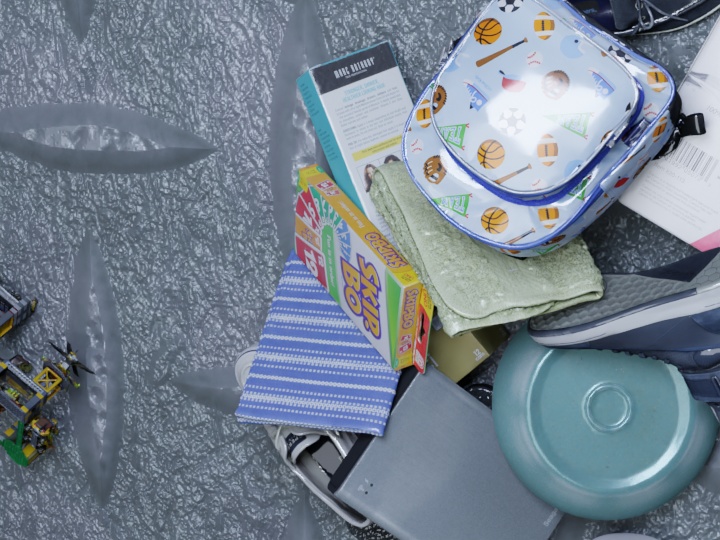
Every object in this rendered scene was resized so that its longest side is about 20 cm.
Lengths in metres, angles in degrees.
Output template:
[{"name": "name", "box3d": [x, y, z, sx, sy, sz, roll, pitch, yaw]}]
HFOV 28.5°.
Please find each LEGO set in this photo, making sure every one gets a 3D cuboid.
[{"name": "LEGO set", "box3d": [-0.366, 0.094, 1.487, 0.199, 0.116, 0.154, 33, 143, 17]}]

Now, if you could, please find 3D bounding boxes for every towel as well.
[{"name": "towel", "box3d": [0.103, -0.033, 1.175, 0.037, 0.147, 0.201, 91, 159, -46]}, {"name": "towel", "box3d": [-0.021, 0.059, 1.278, 0.143, 0.201, 0.024, 3, 143, 21]}]

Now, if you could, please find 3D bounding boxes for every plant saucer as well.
[{"name": "plant saucer", "box3d": [0.213, 0.117, 1.220, 0.198, 0.036, 0.202, 0, 91, 4]}]

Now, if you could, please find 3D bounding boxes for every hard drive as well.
[{"name": "hard drive", "box3d": [0.087, 0.189, 1.259, 0.199, 0.033, 0.140, 37, 85, -20]}]

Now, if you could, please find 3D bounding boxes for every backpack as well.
[{"name": "backpack", "box3d": [0.130, -0.108, 1.086, 0.200, 0.154, 0.191, 40, 103, 20]}]

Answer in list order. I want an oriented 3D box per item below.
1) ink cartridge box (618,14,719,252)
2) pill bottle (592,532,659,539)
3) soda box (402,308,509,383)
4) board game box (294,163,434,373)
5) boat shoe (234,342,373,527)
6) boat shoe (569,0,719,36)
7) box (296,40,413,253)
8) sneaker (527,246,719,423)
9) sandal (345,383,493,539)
[{"name": "ink cartridge box", "box3d": [0.321, -0.110, 1.131, 0.146, 0.083, 0.201, 33, 114, 13]}, {"name": "pill bottle", "box3d": [0.238, 0.343, 1.266, 0.108, 0.109, 0.202, 4, 104, 22]}, {"name": "soda box", "box3d": [0.041, 0.103, 1.314, 0.200, 0.068, 0.064, -41, 85, 26]}, {"name": "board game box", "box3d": [0.000, 0.000, 1.239, 0.200, 0.030, 0.096, 46, 144, 38]}, {"name": "boat shoe", "box3d": [-0.048, 0.151, 1.289, 0.072, 0.066, 0.200, -42, 84, 26]}, {"name": "boat shoe", "box3d": [0.221, -0.226, 1.159, 0.198, 0.062, 0.075, -12, 96, 24]}, {"name": "box", "box3d": [0.019, -0.094, 1.260, 0.082, 0.049, 0.202, -22, 92, -18]}, {"name": "sneaker", "box3d": [0.248, 0.069, 1.161, 0.201, 0.077, 0.147, -13, 122, 34]}, {"name": "sandal", "box3d": [0.070, 0.189, 1.341, 0.200, 0.048, 0.075, -44, 83, 13]}]
